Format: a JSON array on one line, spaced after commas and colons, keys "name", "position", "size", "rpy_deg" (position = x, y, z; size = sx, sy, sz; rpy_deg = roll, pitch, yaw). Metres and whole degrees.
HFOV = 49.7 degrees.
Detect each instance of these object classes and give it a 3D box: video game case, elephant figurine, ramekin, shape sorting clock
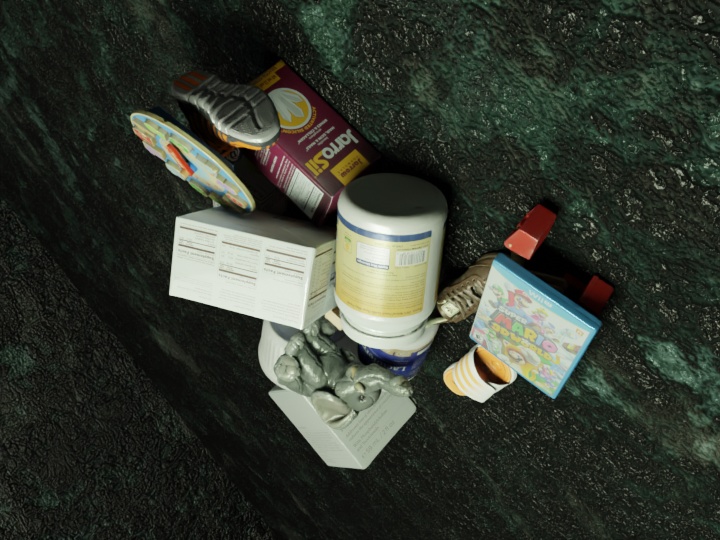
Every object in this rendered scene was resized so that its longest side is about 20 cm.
[{"name": "video game case", "position": [0.211, 0.075, 0.975], "size": [0.143, 0.018, 0.201], "rpy_deg": [37, 154, 19]}, {"name": "elephant figurine", "position": [-0.030, 0.176, 1.214], "size": [0.199, 0.142, 0.155], "rpy_deg": [34, -179, 7]}, {"name": "ramekin", "position": [-0.084, 0.114, 1.377], "size": [0.201, 0.202, 0.095], "rpy_deg": [30, 137, 29]}, {"name": "shape sorting clock", "position": [-0.223, -0.139, 1.030], "size": [0.199, 0.039, 0.200], "rpy_deg": [37, 167, 10]}]

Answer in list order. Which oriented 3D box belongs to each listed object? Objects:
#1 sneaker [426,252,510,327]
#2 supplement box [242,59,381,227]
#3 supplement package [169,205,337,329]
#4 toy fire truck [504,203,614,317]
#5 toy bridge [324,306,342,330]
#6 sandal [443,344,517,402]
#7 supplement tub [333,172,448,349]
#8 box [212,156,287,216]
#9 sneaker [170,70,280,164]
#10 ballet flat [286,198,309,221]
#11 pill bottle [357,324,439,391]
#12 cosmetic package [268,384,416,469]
[{"name": "sneaker", "position": [0.148, 0.039, 1.066], "size": [0.071, 0.076, 0.200], "rpy_deg": [48, 152, -2]}, {"name": "supplement box", "position": [-0.084, -0.176, 1.078], "size": [0.200, 0.110, 0.086], "rpy_deg": [44, 151, 5]}, {"name": "supplement package", "position": [-0.134, -0.011, 1.070], "size": [0.198, 0.156, 0.112], "rpy_deg": [14, 105, 15]}, {"name": "toy fire truck", "position": [0.228, 0.023, 0.950], "size": [0.140, 0.049, 0.201], "rpy_deg": [35, 151, 12]}, {"name": "toy bridge", "position": [0.000, 0.000, 1.157], "size": [0.067, 0.027, 0.201], "rpy_deg": [41, 115, 10]}, {"name": "sandal", "position": [0.175, 0.176, 1.224], "size": [0.079, 0.059, 0.207], "rpy_deg": [45, 152, 4]}, {"name": "supplement tub", "position": [0.037, -0.012, 1.034], "size": [0.144, 0.144, 0.202], "rpy_deg": [27, 128, 33]}, {"name": "box", "position": [-0.176, -0.093, 1.240], "size": [0.116, 0.060, 0.201], "rpy_deg": [38, 152, 18]}, {"name": "sneaker", "position": [-0.160, -0.179, 1.001], "size": [0.200, 0.077, 0.113], "rpy_deg": [36, 154, 38]}, {"name": "ballet flat", "position": [-0.089, -0.120, 1.225], "size": [0.066, 0.057, 0.201], "rpy_deg": [9, 145, -8]}, {"name": "pill bottle", "position": [0.055, 0.114, 1.254], "size": [0.115, 0.116, 0.201], "rpy_deg": [38, 152, 16]}, {"name": "cosmetic package", "position": [-0.037, 0.253, 1.508], "size": [0.201, 0.167, 0.166], "rpy_deg": [51, 153, -10]}]
